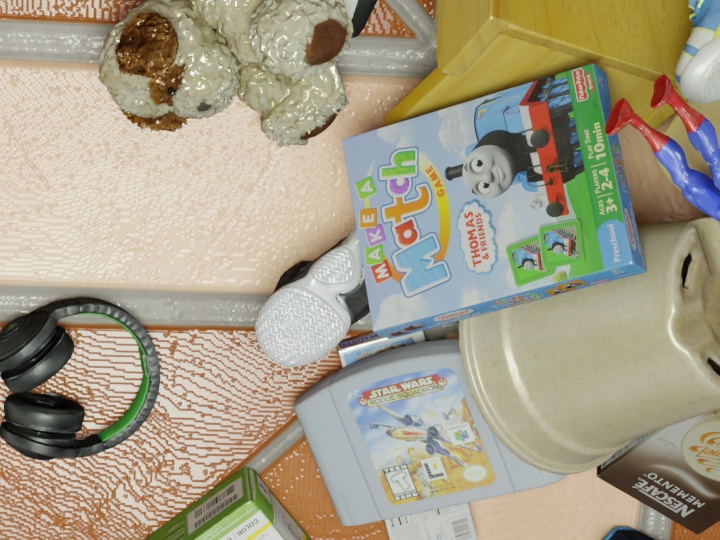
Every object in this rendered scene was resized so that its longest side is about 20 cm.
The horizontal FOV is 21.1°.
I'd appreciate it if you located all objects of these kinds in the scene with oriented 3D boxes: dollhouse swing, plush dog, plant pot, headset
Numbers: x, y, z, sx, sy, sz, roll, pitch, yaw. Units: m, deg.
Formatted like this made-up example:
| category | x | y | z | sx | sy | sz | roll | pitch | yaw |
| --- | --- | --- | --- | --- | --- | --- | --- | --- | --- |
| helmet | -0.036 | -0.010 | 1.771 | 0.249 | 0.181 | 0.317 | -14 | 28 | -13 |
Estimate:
| category | x | y | z | sx | sy | sz | roll | pitch | yaw |
| --- | --- | --- | --- | --- | --- | --- | --- | --- | --- |
| dollhouse swing | 0.126 | -0.182 | 1.466 | 0.200 | 0.176 | 0.182 | 12 | 71 | -31 |
| plush dog | -0.110 | -0.170 | 1.417 | 0.172 | 0.200 | 0.161 | -23 | 75 | -9 |
| plant pot | 0.208 | 0.042 | 1.436 | 0.200 | 0.183 | 0.201 | 12 | 72 | -39 |
| headset | -0.261 | 0.089 | 1.527 | 0.200 | 0.094 | 0.124 | -13 | 105 | -19 |

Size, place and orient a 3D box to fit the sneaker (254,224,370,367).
| category | x | y | z | sx | sy | sz | roll | pitch | yaw |
| --- | --- | --- | --- | --- | --- | --- | --- | --- | --- |
| sneaker | 0.000 | 0.000 | 1.500 | 0.200 | 0.114 | 0.076 | -34 | 97 | -7 |

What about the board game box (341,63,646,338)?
| category | x | y | z | sx | sy | sz | roll | pitch | yaw |
| --- | --- | --- | --- | --- | --- | --- | --- | --- | --- |
| board game box | 0.092 | -0.048 | 1.389 | 0.200 | 0.037 | 0.152 | -16 | 73 | 22 |

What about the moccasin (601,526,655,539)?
| category | x | y | z | sx | sy | sz | roll | pitch | yaw |
| --- | --- | --- | --- | --- | --- | --- | --- | --- | --- |
| moccasin | 0.283 | 0.293 | 1.644 | 0.200 | 0.068 | 0.081 | 27 | 100 | -15 |

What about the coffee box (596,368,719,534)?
| category | x | y | z | sx | sy | sz | roll | pitch | yaw |
| --- | --- | --- | --- | --- | --- | --- | --- | --- | --- |
| coffee box | 0.295 | 0.114 | 1.535 | 0.114 | 0.080 | 0.200 | 30 | 132 | -18 |

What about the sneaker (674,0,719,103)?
| category | x | y | z | sx | sy | sz | roll | pitch | yaw |
| --- | --- | --- | --- | --- | --- | --- | --- | --- | --- |
| sneaker | 0.263 | -0.207 | 1.420 | 0.200 | 0.105 | 0.076 | -48 | 152 | -26 |

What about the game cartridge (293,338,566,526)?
| category | x | y | z | sx | sy | sz | roll | pitch | yaw |
| --- | --- | --- | --- | --- | --- | --- | --- | --- | --- |
| game cartridge | 0.051 | 0.125 | 1.535 | 0.200 | 0.042 | 0.133 | -15 | 111 | 22 |

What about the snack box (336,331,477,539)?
| category | x | y | z | sx | sy | sz | roll | pitch | yaw |
| --- | --- | --- | --- | --- | --- | --- | --- | --- | --- |
| snack box | 0.039 | 0.143 | 1.591 | 0.072 | 0.024 | 0.200 | -15 | 109 | 0 |

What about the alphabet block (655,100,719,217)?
| category | x | y | z | sx | sy | sz | roll | pitch | yaw |
| --- | --- | --- | --- | --- | --- | --- | --- | --- | --- |
| alphabet block | 0.377 | -0.088 | 1.427 | 0.196 | 0.200 | 0.195 | 46 | 73 | -27 |

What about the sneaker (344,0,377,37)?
| category | x | y | z | sx | sy | sz | roll | pitch | yaw |
| --- | --- | --- | --- | --- | --- | --- | --- | --- | --- |
| sneaker | 0.054 | -0.254 | 1.443 | 0.112 | 0.073 | 0.200 | 18 | 103 | -11 |

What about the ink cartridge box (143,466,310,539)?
| category | x | y | z | sx | sy | sz | roll | pitch | yaw |
| --- | --- | --- | --- | --- | --- | --- | --- | --- | --- |
| ink cartridge box | -0.090 | 0.287 | 1.594 | 0.148 | 0.076 | 0.200 | -36 | 107 | 5 |

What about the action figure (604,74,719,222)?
| category | x | y | z | sx | sy | sz | roll | pitch | yaw |
| --- | --- | --- | --- | --- | --- | --- | --- | --- | --- |
| action figure | 0.248 | -0.030 | 1.324 | 0.200 | 0.099 | 0.065 | 40 | 136 | -21 |
